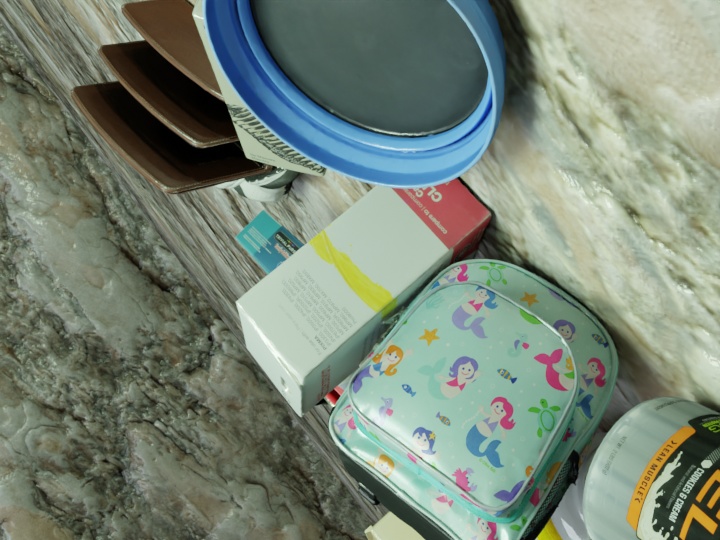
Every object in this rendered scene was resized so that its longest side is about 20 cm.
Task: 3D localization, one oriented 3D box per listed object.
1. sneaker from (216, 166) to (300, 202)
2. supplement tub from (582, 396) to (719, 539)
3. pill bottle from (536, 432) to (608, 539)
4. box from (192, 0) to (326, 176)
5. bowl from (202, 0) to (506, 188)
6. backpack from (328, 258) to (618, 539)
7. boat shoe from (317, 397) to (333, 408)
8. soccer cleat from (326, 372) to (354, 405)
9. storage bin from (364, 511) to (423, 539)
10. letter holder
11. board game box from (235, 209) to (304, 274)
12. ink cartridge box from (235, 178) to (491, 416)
[{"bbox_3d":[-0.102,-0.118,1.019,0.079,0.075,0.199,25,172,-26],"label":"sneaker"},{"bbox_3d":[0.238,0.163,0.524,0.199,0.122,0.123,25,151,58],"label":"supplement tub"},{"bbox_3d":[0.202,0.200,0.758,0.104,0.104,0.201,46,165,16],"label":"pill bottle"},{"bbox_3d":[-0.066,-0.159,0.708,0.081,0.069,0.201,14,159,12],"label":"box"},{"bbox_3d":[-0.003,-0.135,0.552,0.198,0.040,0.202,21,149,13],"label":"bowl"},{"bbox_3d":[0.089,0.093,0.654,0.177,0.200,0.151,34,157,21],"label":"backpack"},{"bbox_3d":[-0.028,0.124,0.952,0.202,0.060,0.072,44,174,21],"label":"boat shoe"},{"bbox_3d":[0.022,0.129,0.865,0.198,0.074,0.068,33,152,-9],"label":"soccer cleat"},{"bbox_3d":[0.116,0.324,1.128,0.094,0.199,0.199,44,164,27],"label":"storage bin"},{"bbox_3d":[-0.192,-0.182,0.901,0.200,0.141,0.102,43,134,29],"label":"letter holder"},{"bbox_3d":[-0.035,0.039,0.968,0.151,0.047,0.200,41,172,46],"label":"board game box"},{"bbox_3d":[0.000,0.014,0.729,0.084,0.199,0.145,46,165,12],"label":"ink cartridge box"}]
